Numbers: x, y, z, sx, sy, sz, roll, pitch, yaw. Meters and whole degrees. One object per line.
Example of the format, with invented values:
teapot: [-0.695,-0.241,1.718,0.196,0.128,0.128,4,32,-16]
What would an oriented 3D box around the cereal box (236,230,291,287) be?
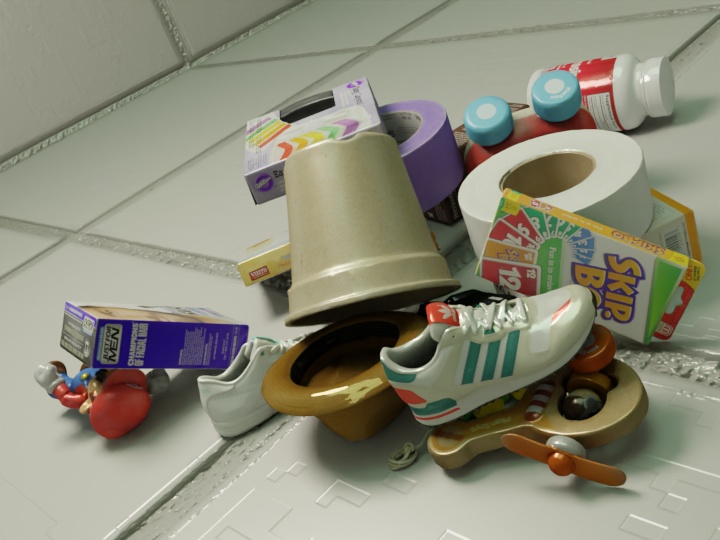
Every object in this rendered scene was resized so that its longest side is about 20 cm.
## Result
cereal box: [-0.101,-0.032,1.229,0.143,0.040,0.200,-22,9,0]

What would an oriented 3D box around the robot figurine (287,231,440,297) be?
robot figurine: [0.000,0.000,1.116,0.199,0.058,0.145,-26,16,-9]

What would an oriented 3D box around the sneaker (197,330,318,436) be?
sneaker: [-0.091,0.103,0.968,0.200,0.089,0.075,-32,26,-20]

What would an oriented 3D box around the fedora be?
fedora: [-0.005,0.115,0.884,0.200,0.082,0.201,-19,18,6]

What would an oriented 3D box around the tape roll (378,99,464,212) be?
tape roll: [0.031,-0.142,1.130,0.199,0.085,0.200,-17,30,10]

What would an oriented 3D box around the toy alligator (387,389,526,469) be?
toy alligator: [0.102,0.118,0.827,0.200,0.054,0.059,-31,27,-17]

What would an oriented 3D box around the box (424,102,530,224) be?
box: [0.171,-0.162,1.258,0.200,0.100,0.075,-34,29,-21]

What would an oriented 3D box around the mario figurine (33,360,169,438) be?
mario figurine: [-0.324,0.134,1.069,0.200,0.106,0.123,7,41,49]

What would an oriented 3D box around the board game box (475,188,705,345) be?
board game box: [0.218,-0.001,0.822,0.199,0.096,0.030,21,36,11]

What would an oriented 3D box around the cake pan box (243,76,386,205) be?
cake pan box: [-0.059,-0.175,1.113,0.183,0.052,0.200,-18,30,6]

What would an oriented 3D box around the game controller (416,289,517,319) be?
game controller: [0.117,0.052,0.910,0.104,0.042,0.200,-13,5,-11]

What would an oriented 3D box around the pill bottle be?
pill bottle: [0.364,-0.265,1.291,0.199,0.113,0.112,-2,32,34]

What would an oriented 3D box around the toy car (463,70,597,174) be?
toy car: [0.237,-0.109,1.083,0.176,0.185,0.201,-19,54,6]

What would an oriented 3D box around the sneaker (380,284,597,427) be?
sneaker: [0.107,0.059,0.748,0.199,0.093,0.070,-32,26,19]

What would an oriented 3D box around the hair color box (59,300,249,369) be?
hair color box: [-0.251,0.080,1.048,0.199,0.065,0.109,4,7,-39]

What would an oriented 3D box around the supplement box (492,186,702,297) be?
supplement box: [0.254,-0.017,0.945,0.199,0.074,0.126,-24,27,-4]

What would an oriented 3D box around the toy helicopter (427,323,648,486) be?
toy helicopter: [0.153,0.139,0.747,0.199,0.079,0.133,-21,34,18]

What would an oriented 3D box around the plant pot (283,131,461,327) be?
plant pot: [-0.005,-0.047,0.954,0.200,0.184,0.200,-12,-7,-2]

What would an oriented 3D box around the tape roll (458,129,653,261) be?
tape roll: [0.210,-0.077,0.926,0.202,0.071,0.203,-18,29,10]
